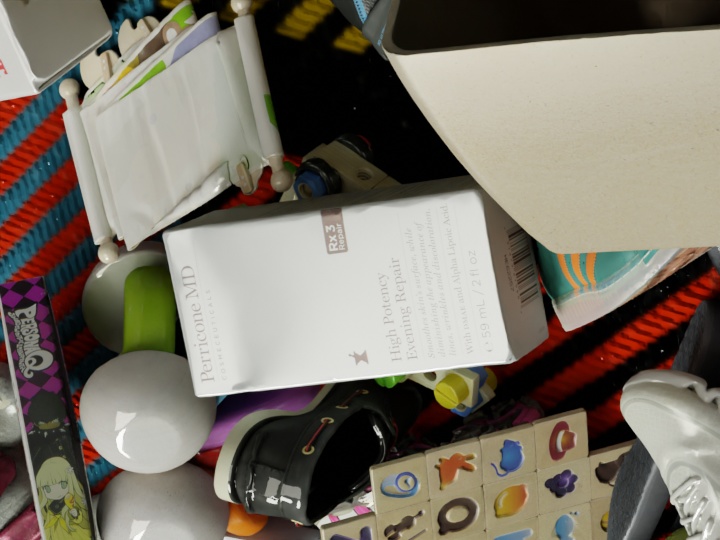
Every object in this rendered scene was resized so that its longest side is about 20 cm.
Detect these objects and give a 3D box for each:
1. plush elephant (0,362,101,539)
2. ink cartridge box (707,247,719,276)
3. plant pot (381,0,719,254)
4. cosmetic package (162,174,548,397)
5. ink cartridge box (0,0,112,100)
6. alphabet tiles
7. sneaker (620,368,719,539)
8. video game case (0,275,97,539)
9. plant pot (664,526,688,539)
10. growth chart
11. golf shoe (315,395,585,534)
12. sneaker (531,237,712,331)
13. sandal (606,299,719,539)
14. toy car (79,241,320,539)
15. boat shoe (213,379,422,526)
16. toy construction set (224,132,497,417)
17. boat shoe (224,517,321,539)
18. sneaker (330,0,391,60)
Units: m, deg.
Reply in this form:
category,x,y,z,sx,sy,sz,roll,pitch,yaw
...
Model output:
category,x,y,z,sx,sy,sz,roll,pitch,yaw
plush elephant,-0.278,0.188,1.906,0.165,0.155,0.200,52,135,-5
ink cartridge box,0.258,-0.048,1.415,0.199,0.039,0.100,-19,106,43
plant pot,0.141,-0.117,1.330,0.199,0.200,0.177,-3,137,18
cosmetic package,-0.003,0.008,1.529,0.199,0.074,0.102,-9,97,24
ink cartridge box,-0.269,-0.178,1.693,0.199,0.084,0.145,-6,115,41
alphabet tiles,0.075,0.165,1.619,0.006,0.199,0.167,-121,21,-54
sneaker,0.204,0.137,1.454,0.200,0.081,0.075,48,158,8
video game case,-0.198,0.119,1.758,0.200,0.036,0.182,104,155,-73
plant pot,0.221,0.244,1.558,0.184,0.200,0.201,48,137,16
growth chart,-0.117,-0.089,1.643,0.200,0.018,0.146,-23,70,46
golf shoe,0.049,0.146,1.685,0.199,0.073,0.092,-18,110,43
sneaker,0.134,-0.024,1.469,0.080,0.071,0.200,59,160,2
sandal,0.182,0.108,1.553,0.043,0.076,0.201,16,128,-5
toy car,-0.096,0.084,1.714,0.149,0.175,0.201,-5,124,-1
boat shoe,-0.011,0.104,1.616,0.063,0.201,0.074,17,107,23
toy construction set,0.000,0.000,1.616,0.199,0.092,0.132,23,133,10
boat shoe,-0.037,0.189,1.782,0.199,0.074,0.066,13,124,32
sneaker,0.026,-0.201,1.459,0.082,0.073,0.200,39,134,12
